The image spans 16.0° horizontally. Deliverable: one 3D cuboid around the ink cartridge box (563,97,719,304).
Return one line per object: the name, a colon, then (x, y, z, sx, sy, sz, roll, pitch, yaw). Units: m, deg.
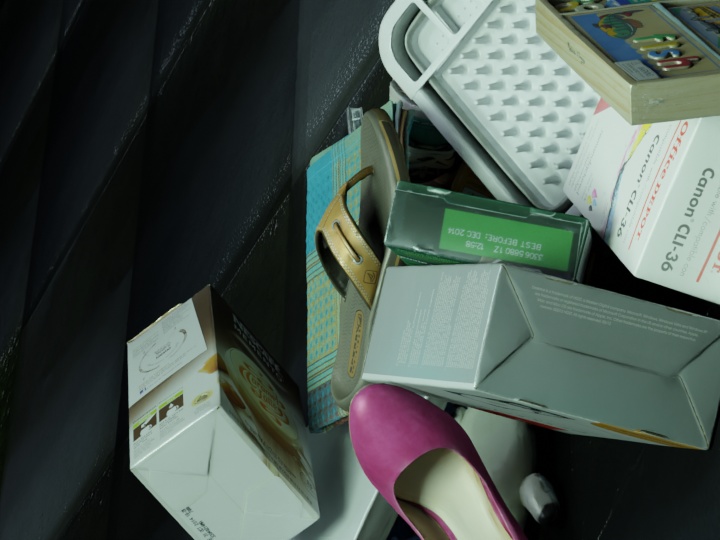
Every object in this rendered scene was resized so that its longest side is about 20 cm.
ink cartridge box: (0.195, -0.059, 1.526, 0.200, 0.067, 0.117, -121, 50, -67)

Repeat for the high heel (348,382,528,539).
high heel: (0.061, 0.156, 1.568, 0.067, 0.201, 0.096, -31, 29, -1)

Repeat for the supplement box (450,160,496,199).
supplement box: (0.104, -0.073, 1.793, 0.067, 0.068, 0.201, -64, -1, -67)

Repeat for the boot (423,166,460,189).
boot: (0.040, -0.122, 2.032, 0.167, 0.072, 0.201, -56, 29, 39)

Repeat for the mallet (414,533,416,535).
mallet: (0.041, 0.187, 1.834, 0.201, 0.041, 0.066, -68, 19, 4)

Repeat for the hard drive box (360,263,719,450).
hard drive box: (0.109, 0.050, 1.549, 0.200, 0.155, 0.077, 179, 106, -72)

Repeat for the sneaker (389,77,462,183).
sneaker: (0.052, -0.099, 1.845, 0.200, 0.071, 0.081, -86, 1, -80)

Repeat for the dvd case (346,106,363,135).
dvd case: (0.007, -0.008, 1.900, 0.200, 0.016, 0.150, 84, 178, -64)

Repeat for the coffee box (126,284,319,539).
coffee box: (-0.099, 0.109, 1.794, 0.080, 0.115, 0.200, -36, 23, 10)

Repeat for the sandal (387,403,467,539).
sandal: (0.049, 0.173, 1.777, 0.087, 0.079, 0.201, 29, 93, 30)

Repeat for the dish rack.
dish rack: (0.119, -0.141, 1.695, 0.200, 0.043, 0.172, 51, 121, 19)

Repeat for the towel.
towel: (0.000, 0.000, 1.765, 0.146, 0.022, 0.202, -31, 56, 59)

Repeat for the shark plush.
shark plush: (0.082, 0.123, 1.718, 0.084, 0.090, 0.201, 78, -176, -52)

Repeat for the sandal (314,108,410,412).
sandal: (-0.005, -0.006, 1.684, 0.082, 0.054, 0.202, -146, 63, -70)

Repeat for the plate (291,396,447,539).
plate: (-0.005, 0.140, 1.752, 0.201, 0.032, 0.199, -63, 17, -7)

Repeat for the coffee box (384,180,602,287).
coffee box: (0.087, -0.012, 1.608, 0.200, 0.122, 0.044, 40, -118, -82)

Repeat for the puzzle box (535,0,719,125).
puzzle box: (0.191, -0.132, 1.502, 0.200, 0.132, 0.026, -122, 27, -66)
